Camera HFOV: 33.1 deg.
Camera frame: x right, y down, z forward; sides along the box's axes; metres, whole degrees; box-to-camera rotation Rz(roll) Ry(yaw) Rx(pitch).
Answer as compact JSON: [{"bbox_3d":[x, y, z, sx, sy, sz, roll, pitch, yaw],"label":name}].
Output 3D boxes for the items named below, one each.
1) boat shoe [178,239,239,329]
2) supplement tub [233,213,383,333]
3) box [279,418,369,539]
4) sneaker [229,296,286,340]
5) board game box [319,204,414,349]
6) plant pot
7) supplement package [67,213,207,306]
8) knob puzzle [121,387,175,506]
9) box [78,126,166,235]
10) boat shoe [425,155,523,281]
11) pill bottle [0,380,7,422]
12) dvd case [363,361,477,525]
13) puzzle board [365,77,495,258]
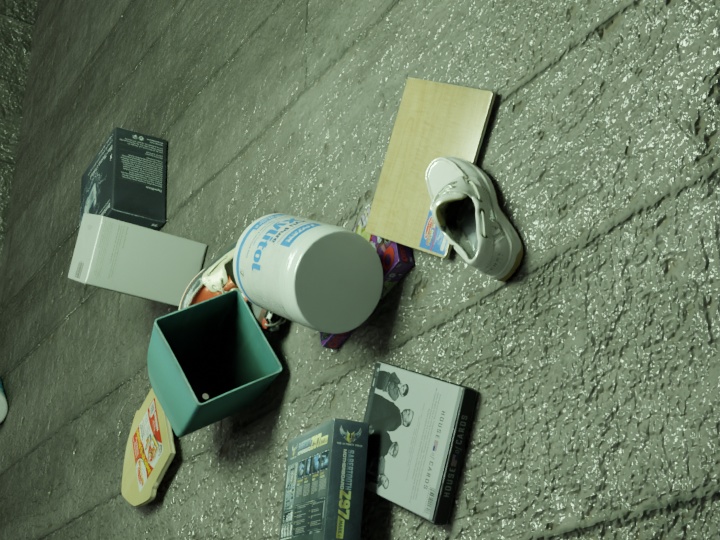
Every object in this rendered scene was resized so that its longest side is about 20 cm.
[{"bbox_3d":[-0.197,0.013,1.828,0.200,0.071,0.062,-48,21,-17],"label":"boat shoe"},{"bbox_3d":[-0.071,0.000,1.548,0.199,0.131,0.134,14,90,61],"label":"supplement tub"},{"bbox_3d":[-0.047,0.275,1.483,0.200,0.050,0.160,142,135,-64],"label":"box"},{"bbox_3d":[-0.122,0.043,1.759,0.200,0.076,0.083,-52,53,47],"label":"sneaker"},{"bbox_3d":[0.000,0.000,1.584,0.200,0.032,0.121,-49,42,40],"label":"board game box"},{"bbox_3d":[-0.231,0.155,1.780,0.142,0.140,0.200,58,147,18],"label":"plant pot"},{"bbox_3d":[-0.389,-0.016,2.116,0.121,0.198,0.121,9,85,62],"label":"supplement package"},{"bbox_3d":[-0.365,0.320,2.098,0.219,0.030,0.222,-33,50,51],"label":"knob puzzle"},{"bbox_3d":[-0.478,-0.144,2.427,0.197,0.116,0.202,-42,44,46],"label":"box"},{"bbox_3d":[0.112,-0.070,1.351,0.071,0.069,0.201,-58,37,23],"label":"boat shoe"},{"bbox_3d":[-0.980,0.319,3.138,0.200,0.110,0.112,45,117,58],"label":"pill bottle"},{"bbox_3d":[0.057,0.193,1.393,0.199,0.025,0.152,10,86,62],"label":"dvd case"},{"bbox_3d":[0.084,-0.126,1.466,0.150,0.017,0.202,20,96,47],"label":"puzzle board"}]
